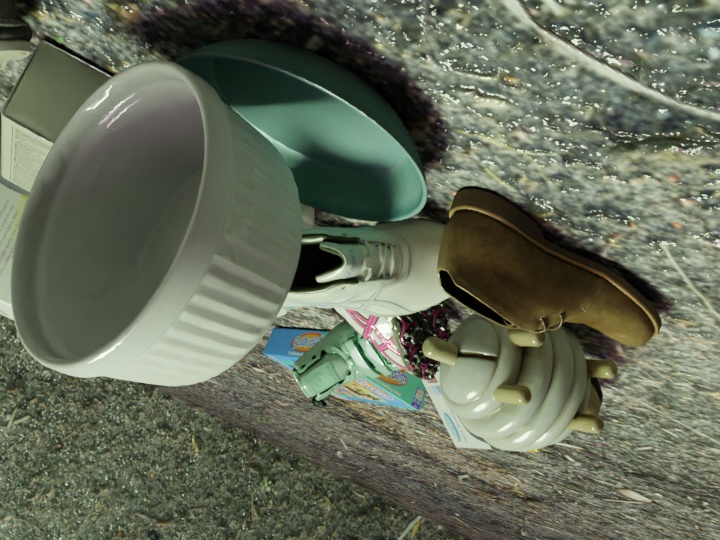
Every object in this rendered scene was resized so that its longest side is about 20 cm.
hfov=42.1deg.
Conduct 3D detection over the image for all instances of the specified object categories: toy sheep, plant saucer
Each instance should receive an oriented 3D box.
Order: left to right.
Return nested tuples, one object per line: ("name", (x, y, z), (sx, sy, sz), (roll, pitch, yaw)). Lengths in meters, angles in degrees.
("plant saucer", (-0.040, -0.099, 0.644), (0.196, 0.037, 0.201), (22, 162, 7))
("toy sheep", (0.137, 0.094, 0.829), (0.198, 0.140, 0.137), (28, 163, -27))

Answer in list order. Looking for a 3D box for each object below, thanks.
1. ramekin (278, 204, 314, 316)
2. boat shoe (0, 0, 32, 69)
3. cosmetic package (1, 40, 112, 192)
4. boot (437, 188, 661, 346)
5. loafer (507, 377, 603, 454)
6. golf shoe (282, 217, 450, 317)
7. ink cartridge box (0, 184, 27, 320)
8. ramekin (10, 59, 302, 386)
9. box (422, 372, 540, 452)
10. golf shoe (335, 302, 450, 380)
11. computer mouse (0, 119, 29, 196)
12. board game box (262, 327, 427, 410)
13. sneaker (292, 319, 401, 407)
("ramekin", (-0.140, -0.011, 0.814), (0.197, 0.097, 0.202), (1, 171, 0))
("boat shoe", (-0.301, -0.186, 0.719), (0.066, 0.058, 0.198), (-10, -170, -37))
("cosmetic package", (-0.254, -0.112, 0.819), (0.102, 0.074, 0.199), (28, 162, -16))
("boot", (0.140, 0.021, 0.702), (0.197, 0.077, 0.073), (28, 160, -18))
("loafer", (0.206, 0.140, 1.001), (0.070, 0.074, 0.200), (-17, 167, -21))
("golf shoe", (0.000, 0.000, 0.703), (0.195, 0.080, 0.097), (-5, -179, -9))
("ink cartridge box", (-0.437, -0.019, 1.204), (0.197, 0.150, 0.144), (27, 163, -12))
("ramekin", (-0.127, -0.021, 0.609), (0.198, 0.204, 0.104), (6, 166, 44))
("box", (0.124, 0.133, 1.012), (0.121, 0.041, 0.199), (62, 155, -3))
("golf shoe", (0.021, 0.032, 0.902), (0.091, 0.073, 0.201), (15, 152, 43))
("computer mouse", (-0.365, -0.103, 1.024), (0.137, 0.054, 0.200), (27, 162, -10))
("board game box", (-0.022, 0.135, 1.294), (0.151, 0.046, 0.198), (35, 160, -32))
("sneaker", (-0.005, 0.107, 1.043), (0.074, 0.118, 0.199), (56, 155, -10))
